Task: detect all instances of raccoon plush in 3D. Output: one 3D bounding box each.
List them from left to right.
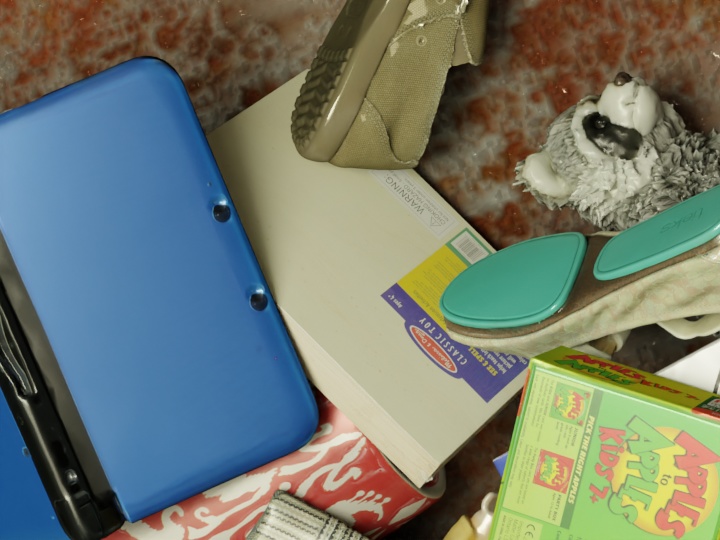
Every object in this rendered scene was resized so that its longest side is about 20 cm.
[{"bbox_3d":[0.148,0.004,1.015,0.133,0.097,0.201,2,98,26],"label":"raccoon plush"}]

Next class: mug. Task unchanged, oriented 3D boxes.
[{"bbox_3d":[-0.078,0.101,1.080,0.200,0.133,0.178,-32,89,16],"label":"mug"}]

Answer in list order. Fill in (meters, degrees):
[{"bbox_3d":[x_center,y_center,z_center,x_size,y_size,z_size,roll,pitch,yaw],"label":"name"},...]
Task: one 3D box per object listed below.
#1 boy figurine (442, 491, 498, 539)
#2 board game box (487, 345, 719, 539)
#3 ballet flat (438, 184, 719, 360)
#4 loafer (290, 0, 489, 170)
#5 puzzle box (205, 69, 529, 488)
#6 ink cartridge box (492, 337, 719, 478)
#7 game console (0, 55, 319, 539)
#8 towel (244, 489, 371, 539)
[{"bbox_3d":[0.081,0.179,1.060,0.200,0.064,0.125,-48,60,23],"label":"boy figurine"},{"bbox_3d":[0.105,0.145,0.933,0.101,0.048,0.201,17,102,20],"label":"board game box"},{"bbox_3d":[0.118,0.014,0.963,0.200,0.068,0.062,-17,124,48],"label":"ballet flat"},{"bbox_3d":[0.034,-0.137,1.042,0.067,0.076,0.201,25,99,-24],"label":"loafer"},{"bbox_3d":[0.000,0.000,1.039,0.200,0.133,0.025,45,136,8],"label":"puzzle box"},{"bbox_3d":[0.168,0.081,0.951,0.200,0.044,0.094,-31,83,22],"label":"ink cartridge box"},{"bbox_3d":[-0.141,0.021,1.013,0.170,0.118,0.201,-15,99,52],"label":"game console"},{"bbox_3d":[-0.012,0.235,1.004,0.192,0.035,0.200,32,93,0],"label":"towel"}]
